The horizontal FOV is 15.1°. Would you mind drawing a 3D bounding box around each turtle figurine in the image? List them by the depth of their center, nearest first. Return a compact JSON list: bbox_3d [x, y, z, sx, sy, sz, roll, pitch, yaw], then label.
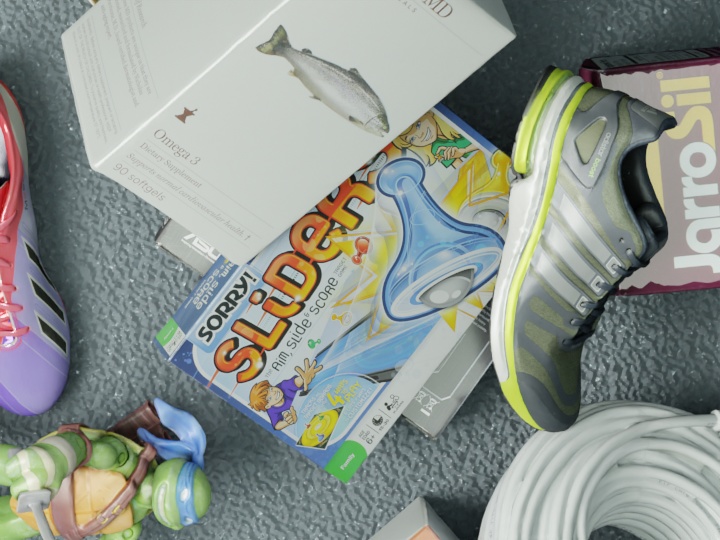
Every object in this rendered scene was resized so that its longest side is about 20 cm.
[{"bbox_3d":[-0.191,0.149,1.492,0.193,0.144,0.201,6,73,20],"label":"turtle figurine"}]

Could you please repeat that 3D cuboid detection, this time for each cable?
[{"bbox_3d":[0.155,0.169,1.505,0.199,0.069,0.201,11,64,-24],"label":"cable"}]

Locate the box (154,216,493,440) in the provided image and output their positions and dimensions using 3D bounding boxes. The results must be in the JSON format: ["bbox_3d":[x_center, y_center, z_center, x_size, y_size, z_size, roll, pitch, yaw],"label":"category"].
[{"bbox_3d":[0.007,-0.025,1.547,0.200,0.048,0.159,34,93,-4],"label":"box"}]

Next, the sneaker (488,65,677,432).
[{"bbox_3d":[0.119,-0.005,1.446,0.081,0.074,0.201,12,112,21],"label":"sneaker"}]

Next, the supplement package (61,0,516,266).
[{"bbox_3d":[-0.040,-0.122,1.410,0.200,0.117,0.117,-40,130,19],"label":"supplement package"}]

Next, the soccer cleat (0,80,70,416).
[{"bbox_3d":[-0.208,-0.014,1.533,0.066,0.076,0.201,-8,94,0],"label":"soccer cleat"}]

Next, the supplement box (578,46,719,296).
[{"bbox_3d":[0.230,-0.062,1.518,0.199,0.103,0.131,-6,96,1],"label":"supplement box"}]

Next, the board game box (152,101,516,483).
[{"bbox_3d":[0.000,0.000,1.484,0.135,0.034,0.200,36,94,-26],"label":"board game box"}]

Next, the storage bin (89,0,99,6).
[{"bbox_3d":[-0.081,-0.235,1.467,0.200,0.094,0.199,-32,116,13],"label":"storage bin"}]

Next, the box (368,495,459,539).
[{"bbox_3d":[0.001,0.244,1.545,0.200,0.097,0.124,-41,94,3],"label":"box"}]
